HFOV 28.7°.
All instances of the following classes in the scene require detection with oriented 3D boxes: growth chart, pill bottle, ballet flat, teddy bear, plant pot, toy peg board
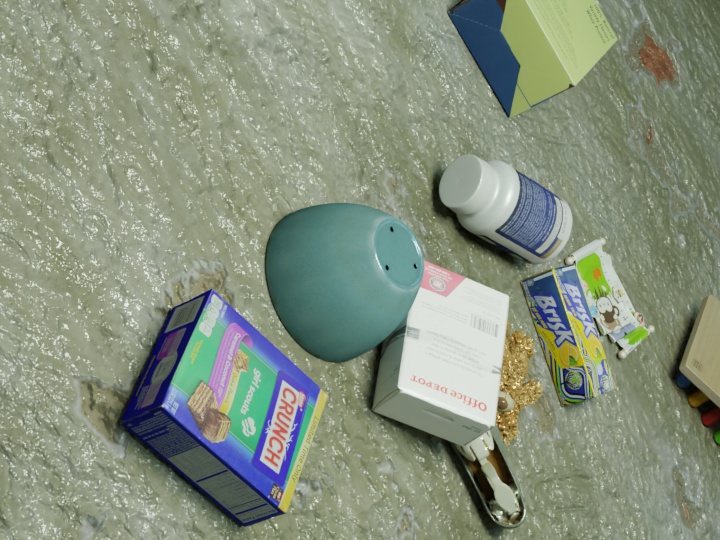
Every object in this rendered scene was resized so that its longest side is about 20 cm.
[{"bbox_3d":[0.401,0.045,2.281,0.145,0.018,0.201,-39,102,-49],"label":"growth chart"},{"bbox_3d":[0.208,-0.092,2.047,0.199,0.111,0.112,27,54,-40],"label":"pill bottle"},{"bbox_3d":[0.167,0.252,1.869,0.201,0.067,0.064,63,-1,-9],"label":"ballet flat"},{"bbox_3d":[0.196,0.144,1.959,0.145,0.067,0.200,55,40,-12],"label":"teddy bear"},{"bbox_3d":[0.000,0.000,1.748,0.199,0.134,0.202,23,57,-41],"label":"plant pot"},{"bbox_3d":[0.618,0.186,2.424,0.199,0.098,0.200,41,43,-7],"label":"toy peg board"}]

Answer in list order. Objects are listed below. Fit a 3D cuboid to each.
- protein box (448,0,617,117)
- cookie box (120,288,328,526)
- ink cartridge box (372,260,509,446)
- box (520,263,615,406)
[{"bbox_3d":[0.277,-0.389,2.243,0.199,0.134,0.200,57,41,-11],"label":"protein box"},{"bbox_3d":[-0.145,0.153,1.558,0.200,0.075,0.172,45,44,-27],"label":"cookie box"},{"bbox_3d":[0.105,0.107,1.830,0.146,0.083,0.201,23,55,-17],"label":"ink cartridge box"},{"bbox_3d":[0.312,0.096,2.118,0.070,0.064,0.202,-12,82,-51],"label":"box"}]
